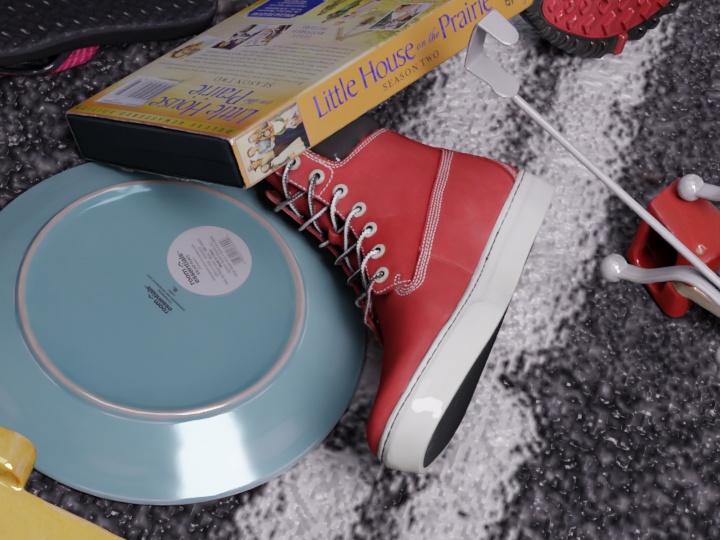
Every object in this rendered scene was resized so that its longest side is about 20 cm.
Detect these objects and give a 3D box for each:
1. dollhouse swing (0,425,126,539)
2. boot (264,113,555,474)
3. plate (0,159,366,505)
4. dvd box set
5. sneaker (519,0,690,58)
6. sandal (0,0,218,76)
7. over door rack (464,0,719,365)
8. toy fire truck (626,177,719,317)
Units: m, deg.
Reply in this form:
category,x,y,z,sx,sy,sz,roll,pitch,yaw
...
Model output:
category,x,y,z,sx,sy,sz,roll,pitch,yaw
dollhouse swing,-0.171,0.180,0.677,0.175,0.181,0.201,36,50,-20
boot,0.000,0.000,0.839,0.143,0.073,0.200,23,41,2
plate,-0.094,0.017,0.849,0.198,0.026,0.201,4,53,-6
dvd box set,-0.030,-0.106,0.898,0.200,0.030,0.146,-36,29,-31
sneaker,0.145,-0.187,1.021,0.199,0.080,0.095,-28,53,-36
sandal,-0.168,-0.130,0.941,0.199,0.045,0.075,-8,60,-33
over door rack,0.154,-0.070,0.856,0.200,0.067,0.148,49,60,-2
toy fire truck,0.248,0.016,0.894,0.141,0.049,0.200,-32,66,-28
